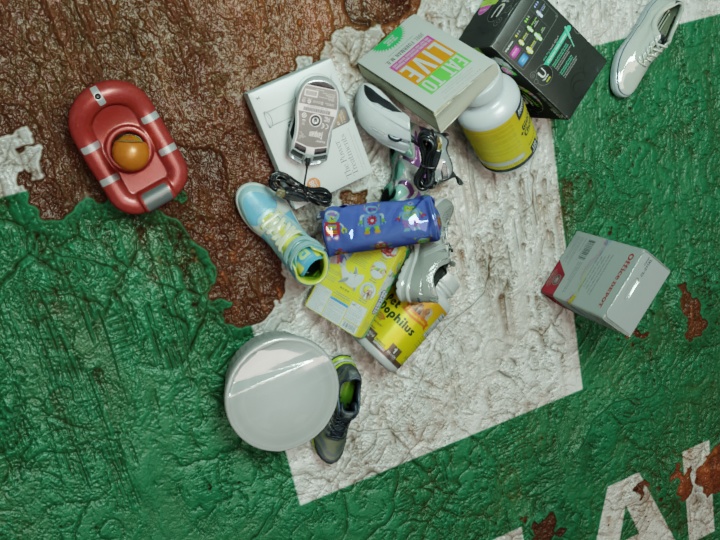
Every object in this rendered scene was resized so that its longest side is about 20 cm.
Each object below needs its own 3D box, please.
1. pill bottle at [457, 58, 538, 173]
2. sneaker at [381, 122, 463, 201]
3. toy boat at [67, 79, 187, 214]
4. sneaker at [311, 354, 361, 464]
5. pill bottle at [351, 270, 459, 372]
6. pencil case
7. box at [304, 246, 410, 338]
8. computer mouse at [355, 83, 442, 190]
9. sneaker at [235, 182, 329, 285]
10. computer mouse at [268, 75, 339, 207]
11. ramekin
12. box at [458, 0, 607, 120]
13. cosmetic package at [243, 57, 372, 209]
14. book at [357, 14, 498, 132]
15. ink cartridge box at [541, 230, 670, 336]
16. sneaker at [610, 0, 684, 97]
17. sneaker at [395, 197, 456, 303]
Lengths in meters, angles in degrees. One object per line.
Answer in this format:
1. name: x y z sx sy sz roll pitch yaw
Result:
1. pill bottle: 0.225 -0.262 1.199 0.112 0.112 0.200 -49 142 -3
2. sneaker: 0.116 -0.150 1.242 0.138 0.078 0.202 6 101 -21
3. toy boat: -0.339 -0.178 1.036 0.130 0.131 0.201 -31 112 -11
4. sneaker: -0.041 0.259 1.280 0.073 0.081 0.202 5 101 -21
5. pill bottle: 0.085 0.076 1.268 0.200 0.109 0.109 -48 114 -4
6. pencil case: 0.032 -0.076 1.151 0.198 0.078 0.088 -7 70 6
7. box: 0.000 0.000 1.217 0.201 0.117 0.048 -62 157 4
8. computer mouse: 0.049 -0.224 1.144 0.044 0.200 0.110 -34 154 -25
9. sneaker: -0.119 -0.057 1.148 0.080 0.131 0.200 -44 113 -3
10. computer mouse: -0.079 -0.206 1.123 0.108 0.044 0.202 9 106 -17
11. ramekin: -0.143 0.197 1.221 0.200 0.094 0.205 -5 105 -19
12. box: 0.287 -0.369 1.214 0.199 0.148 0.125 33 90 -23
13. cosmetic package: -0.084 -0.225 1.165 0.150 0.052 0.202 -26 111 -10
14. book: 0.106 -0.325 1.139 0.133 0.200 0.048 -42 145 -7
15. ink cartridge box: 0.460 0.022 1.346 0.082 0.200 0.147 32 91 -24
16. sneaker: 0.541 -0.425 1.338 0.072 0.071 0.202 22 94 -24
17. sneaker: 0.130 -0.029 1.212 0.075 0.081 0.202 59 49 -63
